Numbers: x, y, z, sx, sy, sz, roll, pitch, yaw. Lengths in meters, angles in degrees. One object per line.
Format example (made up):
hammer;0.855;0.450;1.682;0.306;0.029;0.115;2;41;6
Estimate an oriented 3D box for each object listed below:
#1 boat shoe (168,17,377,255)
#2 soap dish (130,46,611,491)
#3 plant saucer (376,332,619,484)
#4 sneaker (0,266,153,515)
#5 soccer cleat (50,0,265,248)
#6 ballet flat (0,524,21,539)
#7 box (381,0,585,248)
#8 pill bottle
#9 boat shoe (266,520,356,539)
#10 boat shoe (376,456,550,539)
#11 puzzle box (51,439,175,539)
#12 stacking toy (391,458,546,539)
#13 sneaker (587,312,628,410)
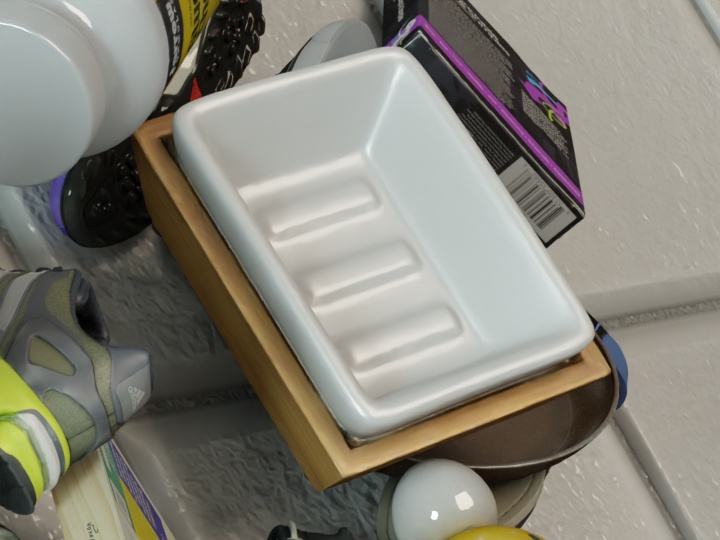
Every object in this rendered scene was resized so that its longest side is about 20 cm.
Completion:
boat shoe;-0.045;-0.066;1.358;0.074;0.068;0.200;67;32;-35
soap dish;0.000;0.000;1.209;0.157;0.081;0.201;-19;65;-32
plant saucer;0.030;0.049;1.300;0.199;0.032;0.201;10;30;-6
sneaker;-0.150;0.027;1.072;0.081;0.074;0.200;-26;40;-19
soccer cleat;-0.117;-0.085;1.309;0.068;0.073;0.201;73;33;-41
ballet flat;-0.129;0.156;1.038;0.201;0.073;0.073;56;33;9
box;0.069;-0.106;1.507;0.143;0.036;0.200;47;16;-14
pill bottle;-0.132;-0.121;1.191;0.112;0.112;0.200;42;31;-12
boat shoe;-0.026;0.167;1.121;0.060;0.076;0.200;17;12;-1
boat shoe;0.060;0.117;1.301;0.072;0.063;0.200;11;27;16
puzzle box;-0.079;0.151;1.035;0.133;0.025;0.200;62;1;-36
stacking toy;0.062;0.162;1.143;0.146;0.146;0.201;13;38;-43
sneaker;0.075;0.000;1.435;0.200;0.070;0.078;38;39;-17
